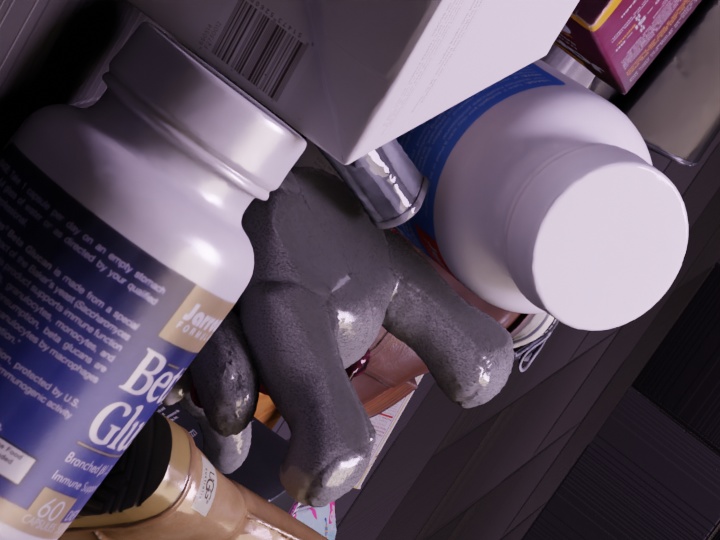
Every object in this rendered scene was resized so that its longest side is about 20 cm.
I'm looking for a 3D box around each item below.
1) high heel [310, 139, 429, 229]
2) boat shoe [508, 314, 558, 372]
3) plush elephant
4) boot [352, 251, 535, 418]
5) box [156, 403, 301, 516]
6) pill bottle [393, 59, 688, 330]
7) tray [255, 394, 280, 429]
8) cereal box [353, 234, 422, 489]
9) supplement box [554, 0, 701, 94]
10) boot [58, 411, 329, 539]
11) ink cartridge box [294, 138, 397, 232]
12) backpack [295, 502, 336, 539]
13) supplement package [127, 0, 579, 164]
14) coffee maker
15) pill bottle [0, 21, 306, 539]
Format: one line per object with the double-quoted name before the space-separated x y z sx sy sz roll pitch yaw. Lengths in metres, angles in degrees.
"high heel" -0.007 -0.132 1.209 0.071 0.143 0.200 -21 -144 24
"boat shoe" 0.088 0.018 1.531 0.200 0.062 0.075 169 -60 -76
"plush elephant" -0.062 0.027 1.218 0.155 0.200 0.165 -34 -176 40
"boot" 0.000 0.000 1.379 0.186 0.064 0.200 -43 144 15
"box" -0.141 0.159 1.344 0.200 0.124 0.149 -60 165 26
"pill bottle" 0.072 -0.046 1.264 0.112 0.112 0.200 -53 -148 3
"tray" -0.084 0.078 1.528 0.099 0.037 0.200 -55 168 11
"cereal box" 0.022 0.014 1.581 0.144 0.039 0.200 -89 -159 -50
"supplement box" 0.114 -0.171 1.376 0.086 0.110 0.200 -52 168 2
"boot" -0.093 0.130 1.174 0.200 0.175 0.066 42 56 -48
"ink cartridge box" 0.001 -0.047 1.453 0.109 0.050 0.200 -39 161 -48
"backpack" -0.093 0.211 1.562 0.200 0.151 0.178 -15 175 15
"supplement package" 0.020 -0.145 1.080 0.200 0.121 0.120 -32 156 -57
"coffee maker" 0.219 -0.167 1.586 0.200 0.192 0.135 -55 -176 20
"pill bottle" -0.112 0.005 1.040 0.200 0.111 0.111 -53 168 4
